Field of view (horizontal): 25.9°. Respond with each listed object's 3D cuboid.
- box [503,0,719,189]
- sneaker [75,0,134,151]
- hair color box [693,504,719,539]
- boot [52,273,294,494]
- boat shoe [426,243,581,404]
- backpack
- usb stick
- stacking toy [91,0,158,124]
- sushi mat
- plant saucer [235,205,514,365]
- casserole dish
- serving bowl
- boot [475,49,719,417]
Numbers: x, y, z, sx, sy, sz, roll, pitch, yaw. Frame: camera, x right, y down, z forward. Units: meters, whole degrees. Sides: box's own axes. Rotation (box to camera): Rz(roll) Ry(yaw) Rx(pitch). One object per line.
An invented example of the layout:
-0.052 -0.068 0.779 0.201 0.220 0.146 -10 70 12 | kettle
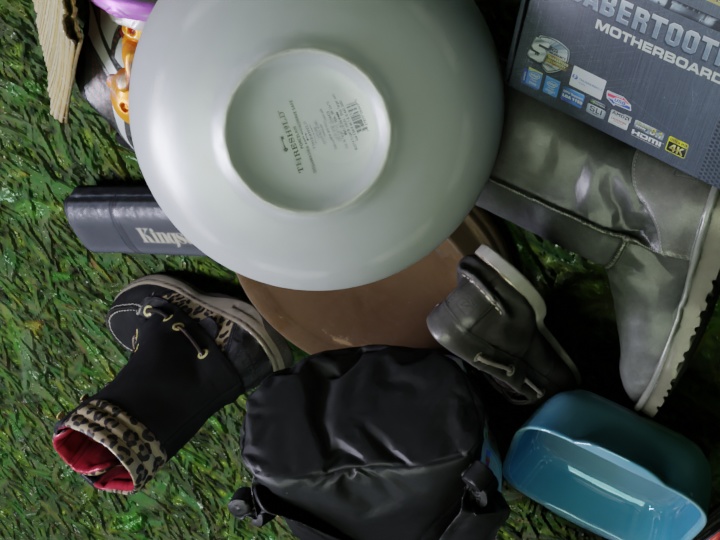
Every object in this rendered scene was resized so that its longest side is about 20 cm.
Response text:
0.177 -0.119 0.748 0.200 0.051 0.158 29 137 16 | box
-0.142 -0.149 0.963 0.098 0.071 0.201 8 130 33 | sneaker
0.283 0.232 0.967 0.200 0.061 0.102 39 141 5 | hair color box
-0.156 0.079 1.105 0.200 0.151 0.073 12 137 47 | boot
0.080 0.043 0.900 0.067 0.057 0.200 45 177 25 | boat shoe
0.023 0.126 0.987 0.166 0.127 0.200 -2 152 15 | backpack
-0.127 -0.034 1.084 0.200 0.033 0.056 2 125 37 | usb stick
-0.113 -0.172 0.853 0.116 0.110 0.200 17 119 20 | stacking toy
-0.185 -0.156 0.944 0.200 0.012 0.096 148 112 -75 | sushi mat
0.000 0.000 0.988 0.200 0.029 0.200 15 137 15 | plant saucer
0.151 0.121 0.946 0.121 0.039 0.200 26 162 9 | casserole dish
-0.024 -0.078 0.803 0.200 0.066 0.201 1 108 2 | serving bowl
0.106 -0.027 0.873 0.200 0.073 0.182 21 123 15 | boot
